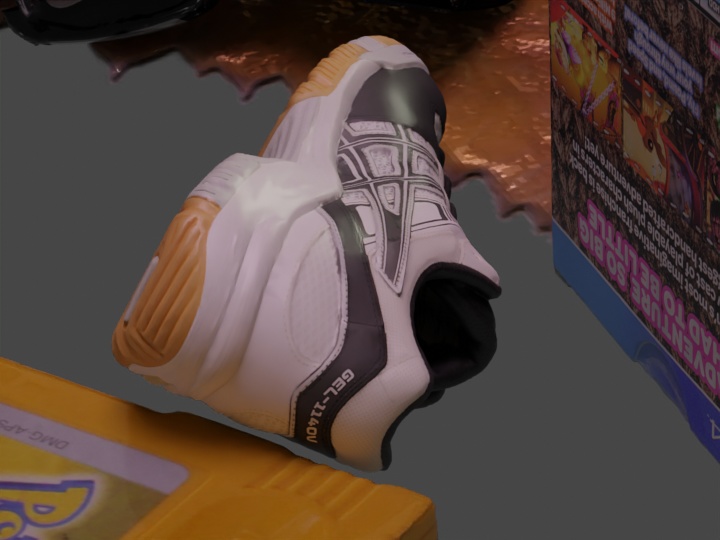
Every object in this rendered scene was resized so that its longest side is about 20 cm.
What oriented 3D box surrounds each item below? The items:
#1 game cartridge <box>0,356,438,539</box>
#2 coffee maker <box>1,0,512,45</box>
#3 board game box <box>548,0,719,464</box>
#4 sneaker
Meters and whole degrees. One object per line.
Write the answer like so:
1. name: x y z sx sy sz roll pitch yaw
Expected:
1. game cartridge: -0.109 0.079 0.719 0.199 0.033 0.176 14 35 31
2. coffee maker: -0.035 -0.165 1.029 0.199 0.135 0.192 8 31 19
3. board game box: 0.121 -0.060 0.759 0.096 0.201 0.160 -12 31 -16
4. sneaker: 0.000 0.000 0.821 0.087 0.076 0.200 30 27 2
